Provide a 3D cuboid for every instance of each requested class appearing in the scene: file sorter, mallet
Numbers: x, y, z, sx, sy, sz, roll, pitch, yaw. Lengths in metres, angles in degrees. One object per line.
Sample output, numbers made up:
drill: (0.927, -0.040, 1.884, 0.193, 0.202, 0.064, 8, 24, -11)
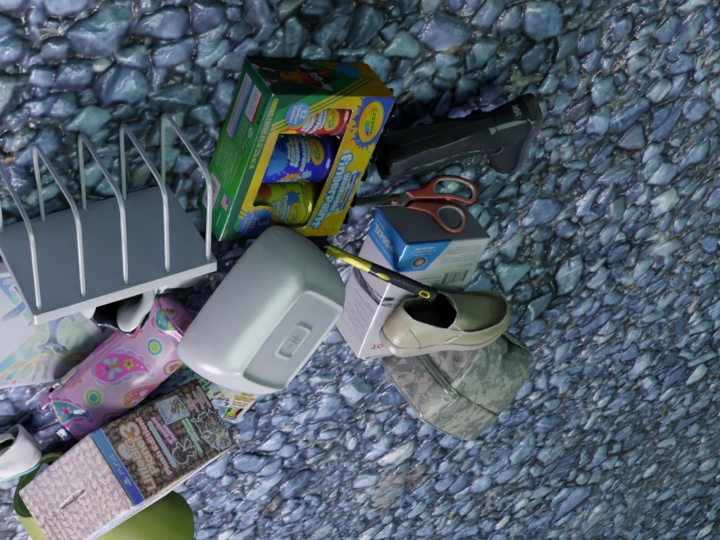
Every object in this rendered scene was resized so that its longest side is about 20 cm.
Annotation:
file sorter: (-0.264, -0.061, 1.259, 0.198, 0.139, 0.125, -18, 138, -24)
mallet: (0.000, 0.000, 1.550, 0.199, 0.041, 0.066, 30, 122, -14)

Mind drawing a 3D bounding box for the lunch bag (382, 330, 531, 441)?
lunch bag: (0.153, 0.143, 1.828, 0.168, 0.140, 0.200, -43, 144, 10)

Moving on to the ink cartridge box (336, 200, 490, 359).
ink cartridge box: (0.065, 0.012, 1.657, 0.145, 0.085, 0.201, -6, 135, -36)

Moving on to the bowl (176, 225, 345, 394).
bowl: (-0.100, 0.061, 1.439, 0.200, 0.074, 0.200, -52, 157, 2)

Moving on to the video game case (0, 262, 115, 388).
video game case: (-0.358, 0.060, 1.411, 0.198, 0.022, 0.184, -6, 134, -36)

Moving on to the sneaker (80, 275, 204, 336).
sneaker: (-0.235, 0.022, 1.345, 0.198, 0.130, 0.080, 9, 120, -43)

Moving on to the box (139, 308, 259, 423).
box: (-0.197, 0.126, 1.602, 0.137, 0.040, 0.199, -49, 143, 17)

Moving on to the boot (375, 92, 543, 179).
boot: (0.113, -0.146, 1.534, 0.198, 0.066, 0.165, -20, 160, -13)

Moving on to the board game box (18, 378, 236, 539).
board game box: (-0.277, 0.236, 1.484, 0.159, 0.097, 0.199, -37, 174, 33)

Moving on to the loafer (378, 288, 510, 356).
loafer: (0.120, 0.063, 1.622, 0.198, 0.076, 0.069, -14, 145, -29)

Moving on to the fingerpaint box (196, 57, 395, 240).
fingerpaint box: (-0.074, -0.133, 1.391, 0.165, 0.074, 0.201, -4, 133, -37)

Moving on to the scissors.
scissors: (0.055, -0.096, 1.565, 0.198, 0.014, 0.074, 10, 93, -17)

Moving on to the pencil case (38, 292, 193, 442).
pencil case: (-0.277, 0.113, 1.442, 0.199, 0.088, 0.087, -38, 144, 9)

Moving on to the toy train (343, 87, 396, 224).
toy train: (-0.004, -0.138, 1.469, 0.034, 0.046, 0.201, 1, 131, -30)

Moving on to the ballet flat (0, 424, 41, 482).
ballet flat: (-0.483, 0.243, 1.484, 0.198, 0.070, 0.070, -26, 143, -21)

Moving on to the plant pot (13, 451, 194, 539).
plant pot: (-0.348, 0.323, 1.601, 0.187, 0.188, 0.200, -39, 129, 4)
